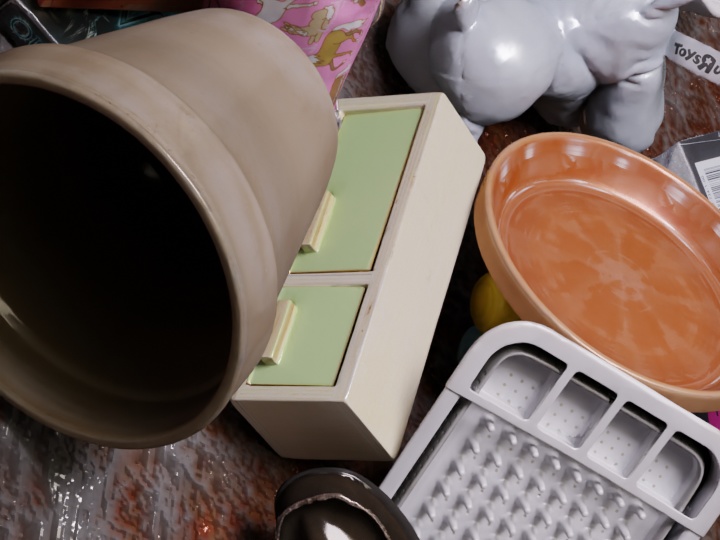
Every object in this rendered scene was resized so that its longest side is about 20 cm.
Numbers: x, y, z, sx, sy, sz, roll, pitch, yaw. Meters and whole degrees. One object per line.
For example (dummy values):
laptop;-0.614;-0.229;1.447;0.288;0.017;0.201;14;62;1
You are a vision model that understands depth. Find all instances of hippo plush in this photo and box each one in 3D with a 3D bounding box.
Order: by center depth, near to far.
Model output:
hippo plush;0.108;-0.122;1.405;0.160;0.200;0.161;-24;124;-26

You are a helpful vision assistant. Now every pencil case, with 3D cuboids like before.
pencil case;-0.030;-0.144;1.199;0.086;0.201;0.083;-15;56;-34

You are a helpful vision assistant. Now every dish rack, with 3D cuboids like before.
dish rack;0.089;0.133;1.252;0.171;0.201;0.044;30;12;-16

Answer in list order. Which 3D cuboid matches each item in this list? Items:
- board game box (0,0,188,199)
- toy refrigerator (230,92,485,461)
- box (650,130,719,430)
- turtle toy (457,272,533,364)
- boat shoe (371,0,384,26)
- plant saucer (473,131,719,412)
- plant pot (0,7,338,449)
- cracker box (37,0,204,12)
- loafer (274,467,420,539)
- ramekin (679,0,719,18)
board game box;-0.099;-0.107;1.282;0.200;0.028;0.136;49;46;-15
toy refrigerator;0.000;0.000;1.267;0.070;0.075;0.201;51;48;-46
box;0.235;0.020;1.476;0.132;0.114;0.202;-15;81;-44
turtle toy;0.118;0.095;1.339;0.145;0.101;0.202;10;61;-28
boat shoe;-0.004;-0.235;1.395;0.073;0.074;0.202;8;68;-40
plant saucer;0.152;0.003;1.325;0.199;0.032;0.201;21;40;-18
plant pot;-0.100;-0.041;1.139;0.201;0.199;0.174;55;41;-9
cracker box;-0.131;-0.239;1.257;0.133;0.058;0.201;-3;63;-35
loafer;0.010;0.198;1.194;0.201;0.072;0.071;66;14;-6
ramekin;0.192;-0.267;1.526;0.200;0.097;0.203;1;90;-67
